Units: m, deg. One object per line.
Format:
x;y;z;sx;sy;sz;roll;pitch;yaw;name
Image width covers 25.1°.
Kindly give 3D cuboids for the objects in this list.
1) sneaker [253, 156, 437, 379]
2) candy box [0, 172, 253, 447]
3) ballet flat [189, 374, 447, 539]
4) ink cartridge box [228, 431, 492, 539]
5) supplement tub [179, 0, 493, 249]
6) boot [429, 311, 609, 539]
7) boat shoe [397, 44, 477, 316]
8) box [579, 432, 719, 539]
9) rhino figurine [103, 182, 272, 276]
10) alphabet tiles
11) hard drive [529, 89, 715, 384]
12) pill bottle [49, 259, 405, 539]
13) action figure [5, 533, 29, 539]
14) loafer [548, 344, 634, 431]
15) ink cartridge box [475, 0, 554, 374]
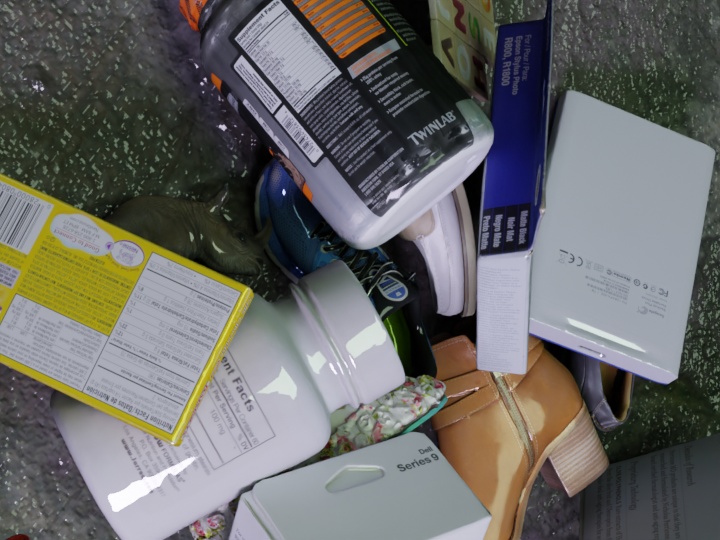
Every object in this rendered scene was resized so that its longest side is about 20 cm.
0.000;0.000;1.108;0.079;0.089;0.200;-38;110;-28;sneaker
-0.173;0.016;0.949;0.200;0.026;0.102;25;82;8;candy box
-0.035;0.121;1.069;0.200;0.076;0.064;-38;96;-3;ballet flat
-0.016;0.216;1.047;0.146;0.084;0.200;-16;138;-33;ink cartridge box
-0.018;-0.123;1.037;0.122;0.123;0.200;-34;81;-29;supplement tub
0.076;0.127;1.178;0.200;0.077;0.155;-34;101;-14;boot
0.038;-0.058;1.150;0.068;0.075;0.200;-13;108;-5;boat shoe
0.274;0.253;1.208;0.200;0.171;0.199;-69;139;-68;box
-0.136;-0.004;1.029;0.200;0.060;0.087;-22;81;-33;rhino figurine
0.062;-0.223;1.114;0.167;0.008;0.200;20;64;-66;alphabet tiles
0.193;-0.027;1.221;0.132;0.025;0.200;21;63;-11;hard drive
-0.080;0.078;1.004;0.200;0.114;0.114;-28;109;-7;pill bottle
-0.202;0.225;0.980;0.099;0.065;0.200;-31;134;-46;action figure
0.196;0.029;1.254;0.073;0.072;0.200;10;85;-33;loafer
0.103;-0.063;1.093;0.041;0.200;0.200;4;56;4;ink cartridge box
